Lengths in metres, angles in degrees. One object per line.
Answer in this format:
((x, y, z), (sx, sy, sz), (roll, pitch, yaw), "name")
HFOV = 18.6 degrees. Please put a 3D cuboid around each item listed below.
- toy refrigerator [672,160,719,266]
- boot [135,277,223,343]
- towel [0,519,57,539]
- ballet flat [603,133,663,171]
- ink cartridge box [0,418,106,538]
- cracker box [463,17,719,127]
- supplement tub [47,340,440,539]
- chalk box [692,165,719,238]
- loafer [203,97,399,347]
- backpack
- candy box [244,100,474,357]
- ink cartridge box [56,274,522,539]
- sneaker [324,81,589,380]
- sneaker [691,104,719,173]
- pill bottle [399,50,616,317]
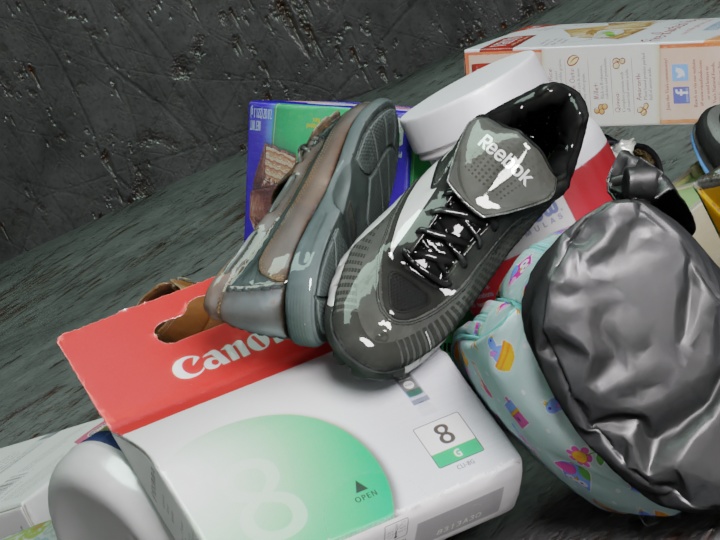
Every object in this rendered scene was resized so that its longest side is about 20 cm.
((0.239, -0.042, 1.384), (0.200, 0.070, 0.076), (-36, 13, -37), "toy refrigerator")
((-0.059, 0.039, 1.541), (0.200, 0.154, 0.074), (-31, 43, 50), "boot")
((-0.127, 0.154, 1.333), (0.171, 0.048, 0.200), (-24, -5, 32), "towel")
((0.140, -0.055, 1.376), (0.073, 0.073, 0.200), (-23, -5, 28), "ballet flat")
((-0.226, 0.174, 1.515), (0.199, 0.083, 0.146), (-19, 14, 43), "ink cartridge box")
((0.183, -0.131, 1.437), (0.199, 0.058, 0.134), (-1, 12, 23), "cracker box")
((-0.049, 0.111, 1.163), (0.200, 0.145, 0.144), (-33, 11, -29), "supplement tub")
((0.291, -0.040, 1.073), (0.199, 0.124, 0.125), (-31, 9, -20), "chalk box")
((-0.027, -0.034, 1.137), (0.063, 0.072, 0.200), (3, 32, 13), "loafer")
((0.122, 0.040, 1.049), (0.126, 0.167, 0.200), (-34, 4, -5), "backpack")
((0.000, 0.000, 1.337), (0.077, 0.201, 0.169), (-3, 7, -36), "candy box")
((-0.039, 0.063, 1.080), (0.160, 0.200, 0.050), (-21, -34, -22), "ink cartridge box")
((0.051, -0.029, 1.073), (0.200, 0.066, 0.091), (-47, -5, -37), "sneaker")
((0.267, -0.068, 1.266), (0.070, 0.083, 0.199), (-18, 24, -23), "sneaker")
((0.104, -0.015, 1.226), (0.112, 0.201, 0.112), (-27, 10, 5), "pill bottle")
